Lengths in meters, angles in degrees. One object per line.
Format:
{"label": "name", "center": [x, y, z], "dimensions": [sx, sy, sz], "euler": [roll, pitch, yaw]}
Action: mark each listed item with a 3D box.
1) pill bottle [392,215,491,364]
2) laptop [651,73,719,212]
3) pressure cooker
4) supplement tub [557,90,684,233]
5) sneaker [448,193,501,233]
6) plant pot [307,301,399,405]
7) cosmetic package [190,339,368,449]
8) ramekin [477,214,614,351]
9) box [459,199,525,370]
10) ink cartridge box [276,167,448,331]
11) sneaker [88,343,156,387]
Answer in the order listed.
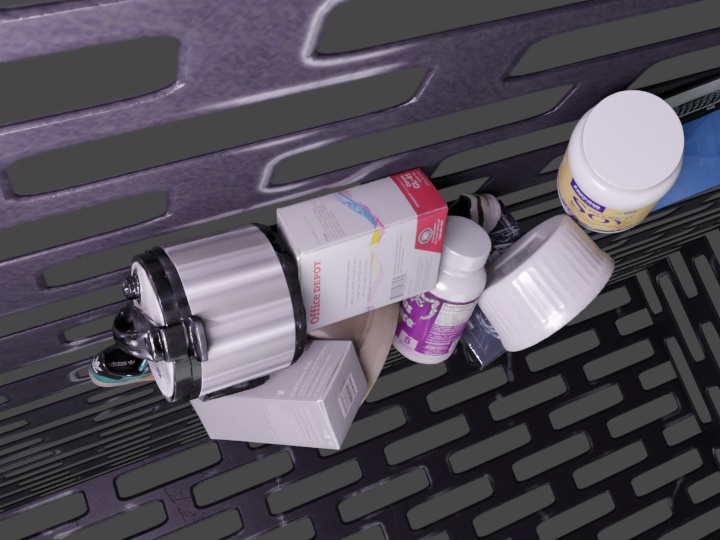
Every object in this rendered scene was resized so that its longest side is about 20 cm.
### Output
{"label": "pill bottle", "center": [0.112, 0.027, 1.136], "dimensions": [0.110, 0.113, 0.203], "euler": [-14, 140, -32]}
{"label": "laptop", "center": [0.489, -0.187, 1.200], "dimensions": [0.183, 0.118, 0.200], "euler": [-21, 168, -6]}
{"label": "pressure cooker", "center": [-0.178, 0.049, 0.905], "dimensions": [0.196, 0.181, 0.177], "euler": [-15, 151, -27]}
{"label": "supplement tub", "center": [0.341, -0.140, 1.069], "dimensions": [0.142, 0.149, 0.200], "euler": [-22, 168, 4]}
{"label": "sneaker", "center": [0.124, -0.044, 1.234], "dimensions": [0.079, 0.074, 0.201], "euler": [8, 127, -51]}
{"label": "plant pot", "center": [-0.067, 0.082, 1.107], "dimensions": [0.170, 0.204, 0.200], "euler": [25, 151, -14]}
{"label": "cosmetic package", "center": [-0.101, 0.148, 0.994], "dimensions": [0.195, 0.092, 0.108], "euler": [-1, -142, 25]}
{"label": "ramekin", "center": [0.255, 0.013, 1.161], "dimensions": [0.200, 0.098, 0.201], "euler": [-42, -176, 3]}
{"label": "box", "center": [0.213, 0.025, 1.329], "dimensions": [0.180, 0.202, 0.104], "euler": [-36, 167, -1]}
{"label": "ink cartridge box", "center": [0.000, -0.024, 0.993], "dimensions": [0.195, 0.086, 0.150], "euler": [-16, 141, -19]}
{"label": "sneaker", "center": [-0.314, 0.132, 1.242], "dimensions": [0.196, 0.073, 0.080], "euler": [-14, 170, -29]}
